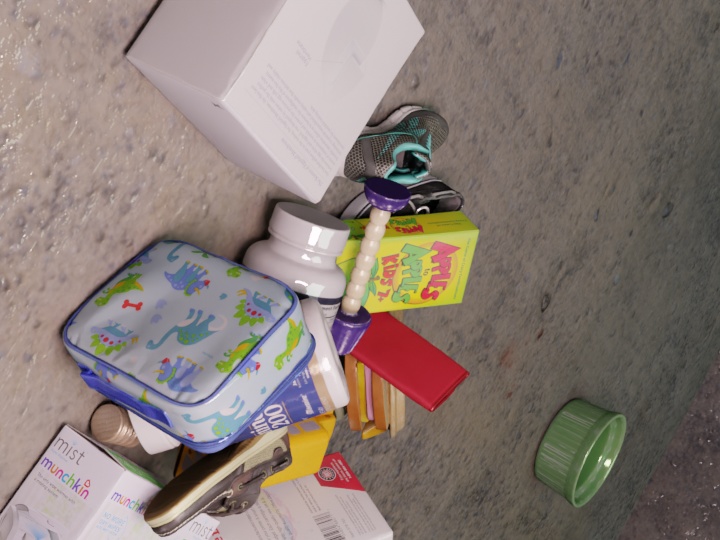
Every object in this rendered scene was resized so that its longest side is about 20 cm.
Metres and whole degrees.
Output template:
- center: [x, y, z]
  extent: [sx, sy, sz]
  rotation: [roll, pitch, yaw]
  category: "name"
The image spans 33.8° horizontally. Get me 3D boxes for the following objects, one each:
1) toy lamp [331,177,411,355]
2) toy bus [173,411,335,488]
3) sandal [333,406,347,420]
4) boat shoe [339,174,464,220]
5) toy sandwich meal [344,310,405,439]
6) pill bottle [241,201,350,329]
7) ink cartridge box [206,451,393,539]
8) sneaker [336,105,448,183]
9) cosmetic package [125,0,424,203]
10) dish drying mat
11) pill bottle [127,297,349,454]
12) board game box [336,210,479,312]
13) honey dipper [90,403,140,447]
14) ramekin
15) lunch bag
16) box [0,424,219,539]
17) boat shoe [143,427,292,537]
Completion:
- center: [0.000, 0.000, 1.275]
  extent: [0.058, 0.058, 0.200]
  rotation: [-19, 133, -51]
  category: "toy lamp"
- center: [-0.106, 0.189, 1.287]
  extent: [0.200, 0.078, 0.065]
  rotation: [-7, 125, -43]
  category: "toy bus"
- center: [-0.061, 0.129, 1.385]
  extent: [0.057, 0.080, 0.201]
  rotation: [-37, 144, -15]
  category: "sandal"
- center: [0.050, -0.059, 1.411]
  extent: [0.199, 0.068, 0.074]
  rotation: [-22, 131, -47]
  category: "boat shoe"
- center: [0.018, 0.118, 1.466]
  extent: [0.205, 0.070, 0.206]
  rotation: [-1, 90, -89]
  category: "toy sandwich meal"
- center: [-0.081, 0.036, 1.239]
  extent: [0.111, 0.111, 0.200]
  rotation: [0, 113, -58]
  category: "pill bottle"
- center: [-0.085, 0.321, 1.310]
  extent: [0.200, 0.145, 0.145]
  rotation: [-12, 127, -22]
  category: "ink cartridge box"
- center: [0.050, -0.129, 1.334]
  extent: [0.200, 0.091, 0.078]
  rotation: [-26, 135, -47]
  category: "sneaker"
- center: [-0.069, -0.202, 1.057]
  extent: [0.200, 0.123, 0.199]
  rotation: [-59, 150, -10]
  category: "cosmetic package"
- center: [0.024, 0.084, 1.355]
  extent: [0.077, 0.200, 0.018]
  rotation: [-39, 154, -37]
  category: "dish drying mat"
- center: [-0.119, 0.107, 1.140]
  extent: [0.200, 0.111, 0.111]
  rotation: [-18, 142, 1]
  category: "pill bottle"
- center: [0.030, -0.007, 1.355]
  extent: [0.200, 0.048, 0.102]
  rotation: [-5, 124, -26]
  category: "board game box"
- center: [-0.206, 0.170, 1.227]
  extent: [0.038, 0.038, 0.200]
  rotation: [-62, 153, -2]
  category: "honey dipper"
- center: [0.422, 0.347, 2.293]
  extent: [0.200, 0.098, 0.200]
  rotation: [-38, 142, -37]
  category: "ramekin"
- center: [-0.156, 0.064, 1.054]
  extent: [0.161, 0.200, 0.083]
  rotation: [-48, 140, -28]
  category: "lunch bag"
- center: [-0.260, 0.271, 1.161]
  extent: [0.177, 0.097, 0.200]
  rotation: [-54, 148, -11]
  category: "box"
- center: [-0.126, 0.206, 1.146]
  extent: [0.200, 0.073, 0.065]
  rotation: [-34, 102, -49]
  category: "boat shoe"
